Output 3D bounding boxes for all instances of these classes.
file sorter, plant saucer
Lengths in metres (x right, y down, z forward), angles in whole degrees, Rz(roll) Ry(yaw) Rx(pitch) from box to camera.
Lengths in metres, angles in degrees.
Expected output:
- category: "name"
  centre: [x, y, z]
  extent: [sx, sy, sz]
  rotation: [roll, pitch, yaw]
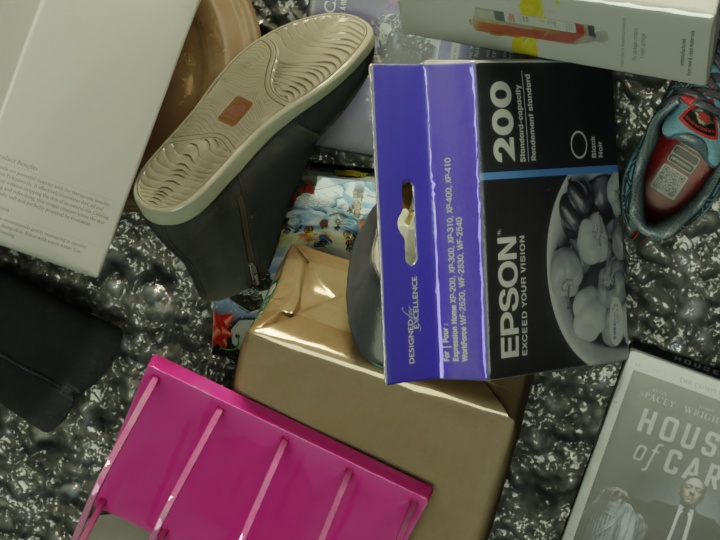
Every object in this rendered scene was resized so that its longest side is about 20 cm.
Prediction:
- category: "file sorter"
  centre: [-0.082, 0.179, 1.598]
  extent: [0.200, 0.126, 0.139]
  rotation: [26, 130, -1]
- category: "plant saucer"
  centre: [-0.162, -0.139, 1.688]
  extent: [0.199, 0.029, 0.201]
  rotation: [2, 97, 19]

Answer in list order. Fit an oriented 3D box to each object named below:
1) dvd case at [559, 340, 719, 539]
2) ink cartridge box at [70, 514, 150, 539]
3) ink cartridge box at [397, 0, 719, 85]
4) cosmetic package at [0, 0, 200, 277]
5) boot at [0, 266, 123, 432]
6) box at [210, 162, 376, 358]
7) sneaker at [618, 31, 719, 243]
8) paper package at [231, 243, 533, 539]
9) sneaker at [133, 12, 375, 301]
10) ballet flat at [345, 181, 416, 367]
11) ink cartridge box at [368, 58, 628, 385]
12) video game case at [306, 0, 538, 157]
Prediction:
- category: "dvd case"
  centre: [0.223, 0.164, 1.706]
  extent: [0.150, 0.025, 0.200]
  rotation: [20, 109, 6]
- category: "ink cartridge box"
  centre: [-0.120, 0.274, 1.780]
  extent: [0.147, 0.086, 0.201]
  rotation: [-8, 102, 14]
- category: "ink cartridge box"
  centre: [0.133, -0.210, 1.558]
  extent: [0.199, 0.083, 0.146]
  rotation: [11, 65, 10]
- category: "cosmetic package"
  centre: [-0.191, -0.109, 1.600]
  extent: [0.107, 0.085, 0.200]
  rotation: [21, 89, -29]
- category: "boot"
  centre: [-0.244, 0.007, 1.706]
  extent: [0.200, 0.066, 0.165]
  rotation: [37, 121, -23]
- category: "box"
  centre: [0.000, 0.000, 1.702]
  extent: [0.199, 0.040, 0.137]
  rotation: [7, 106, 11]
- category: "sneaker"
  centre: [0.228, -0.101, 1.594]
  extent: [0.079, 0.096, 0.200]
  rotation: [25, 109, 5]
- category: "paper package"
  centre: [0.007, 0.110, 1.663]
  extent: [0.190, 0.104, 0.200]
  rotation: [17, 129, 4]
- category: "sneaker"
  centre: [-0.059, -0.077, 1.650]
  extent: [0.200, 0.106, 0.075]
  rotation: [-43, 51, -16]
- category: "ballet flat"
  centre: [0.037, -0.035, 1.589]
  extent: [0.073, 0.200, 0.073]
  rotation: [12, 148, 8]
- category: "ink cartridge box"
  centre: [0.090, -0.033, 1.558]
  extent: [0.043, 0.200, 0.199]
  rotation: [-1, 94, 44]
- category: "video game case"
  centre: [0.060, -0.138, 1.664]
  extent: [0.199, 0.019, 0.143]
  rotation: [11, 107, 11]
